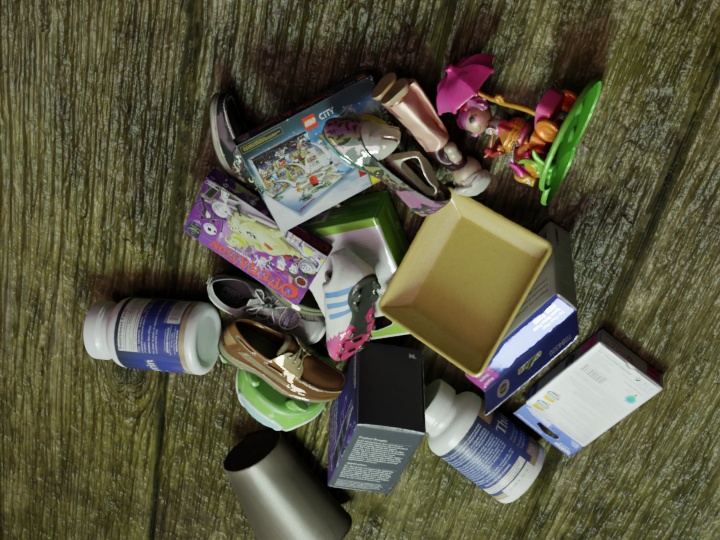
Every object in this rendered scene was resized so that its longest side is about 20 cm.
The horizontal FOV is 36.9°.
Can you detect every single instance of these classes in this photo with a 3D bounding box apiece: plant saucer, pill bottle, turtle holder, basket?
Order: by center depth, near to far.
[{"bbox_3d":[0.146,0.015,1.451,0.200,0.048,0.200,34,98,38],"label":"plant saucer"},{"bbox_3d":[0.175,0.257,1.657,0.200,0.111,0.111,38,127,-9],"label":"pill bottle"},{"bbox_3d":[-0.143,0.176,1.694,0.185,0.141,0.132,17,144,-10],"label":"turtle holder"},{"bbox_3d":[-0.332,0.101,1.724,0.199,0.116,0.116,4,125,18],"label":"pill bottle"},{"bbox_3d":[-0.138,0.383,1.846,0.180,0.136,0.200,-19,112,27],"label":"basket"}]

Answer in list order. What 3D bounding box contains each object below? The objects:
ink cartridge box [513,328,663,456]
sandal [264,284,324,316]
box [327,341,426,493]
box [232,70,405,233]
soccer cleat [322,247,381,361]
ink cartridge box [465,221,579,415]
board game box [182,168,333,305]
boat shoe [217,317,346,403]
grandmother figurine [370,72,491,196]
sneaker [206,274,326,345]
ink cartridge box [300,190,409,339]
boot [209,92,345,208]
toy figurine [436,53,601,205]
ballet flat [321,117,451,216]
[{"bbox_3d":[0.333,0.184,1.596,0.119,0.042,0.200,37,125,-8],"label":"ink cartridge box"},{"bbox_3d":[-0.115,-0.005,1.602,0.201,0.080,0.057,42,113,-11],"label":"sandal"},{"bbox_3d":[0.022,0.224,1.631,0.104,0.148,0.200,9,140,-10],"label":"box"},{"bbox_3d":[-0.050,-0.157,1.431,0.200,0.038,0.137,-28,114,-3],"label":"box"},{"bbox_3d":[-0.020,0.046,1.522,0.086,0.070,0.200,50,148,26],"label":"soccer cleat"},{"bbox_3d":[0.212,0.063,1.453,0.043,0.200,0.196,29,128,-17],"label":"ink cartridge box"},{"bbox_3d":[-0.147,-0.045,1.524,0.200,0.032,0.120,33,138,0],"label":"board game box"},{"bbox_3d":[-0.114,0.132,1.603,0.199,0.076,0.074,23,139,-6],"label":"boat shoe"},{"bbox_3d":[0.101,-0.168,1.402,0.061,0.121,0.200,-42,120,8],"label":"grandmother figurine"},{"bbox_3d":[-0.148,0.061,1.631,0.199,0.082,0.075,18,85,12],"label":"sneaker"},{"bbox_3d":[0.000,0.000,1.564,0.147,0.076,0.200,-10,121,25],"label":"ink cartridge box"},{"bbox_3d":[-0.114,-0.162,1.497,0.153,0.074,0.204,-6,121,18],"label":"boot"},{"bbox_3d":[0.182,-0.192,1.357,0.184,0.150,0.200,29,154,15],"label":"toy figurine"},{"bbox_3d":[0.043,-0.143,1.397,0.200,0.069,0.071,37,139,-26],"label":"ballet flat"}]
